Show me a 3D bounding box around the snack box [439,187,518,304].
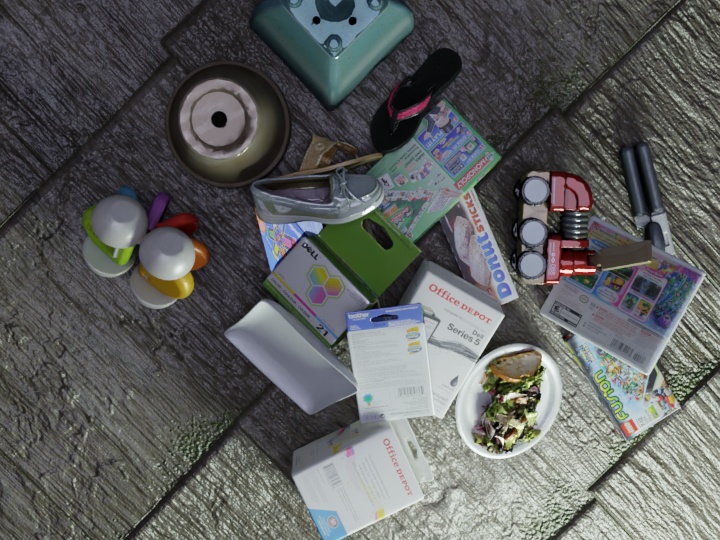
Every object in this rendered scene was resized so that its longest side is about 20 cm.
[{"bbox_3d":[0.187,-0.035,1.470,0.071,0.024,0.202,-23,96,3],"label":"snack box"}]

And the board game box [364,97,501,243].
[{"bbox_3d":[0.107,-0.157,1.439,0.200,0.029,0.135,-43,84,2],"label":"board game box"}]

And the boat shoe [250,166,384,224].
[{"bbox_3d":[-0.064,-0.116,1.366,0.200,0.065,0.075,-3,54,5],"label":"boat shoe"}]

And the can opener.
[{"bbox_3d":[0.469,-0.108,1.462,0.052,0.066,0.202,-14,92,0],"label":"can opener"}]

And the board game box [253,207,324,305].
[{"bbox_3d":[-0.098,-0.017,1.460,0.102,0.019,0.202,-14,96,-3],"label":"board game box"}]

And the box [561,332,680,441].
[{"bbox_3d":[0.433,0.169,1.499,0.110,0.035,0.201,-32,96,1],"label":"box"}]

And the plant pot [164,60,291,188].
[{"bbox_3d":[-0.203,-0.222,1.358,0.198,0.174,0.202,0,96,-4],"label":"plant pot"}]

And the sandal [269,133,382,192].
[{"bbox_3d":[-0.075,-0.178,1.420,0.210,0.078,0.070,-19,89,5],"label":"sandal"}]

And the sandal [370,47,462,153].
[{"bbox_3d":[0.081,-0.275,1.421,0.075,0.045,0.200,39,89,19],"label":"sandal"}]

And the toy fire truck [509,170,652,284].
[{"bbox_3d":[0.344,-0.065,1.415,0.198,0.129,0.178,2,95,2],"label":"toy fire truck"}]

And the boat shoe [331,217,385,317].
[{"bbox_3d":[0.003,0.000,1.455,0.072,0.063,0.203,-15,90,13],"label":"boat shoe"}]

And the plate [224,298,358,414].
[{"bbox_3d":[-0.106,0.132,1.407,0.200,0.199,0.032,44,58,-6],"label":"plate"}]

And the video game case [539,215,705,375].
[{"bbox_3d":[0.414,0.037,1.439,0.199,0.024,0.183,31,98,25],"label":"video game case"}]

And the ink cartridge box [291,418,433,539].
[{"bbox_3d":[0.005,0.321,1.446,0.198,0.125,0.130,-25,97,0],"label":"ink cartridge box"}]

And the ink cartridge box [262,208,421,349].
[{"bbox_3d":[-0.029,-0.004,1.389,0.148,0.076,0.200,44,103,6],"label":"ink cartridge box"}]

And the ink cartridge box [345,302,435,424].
[{"bbox_3d":[0.045,0.136,1.364,0.118,0.042,0.202,-7,119,3],"label":"ink cartridge box"}]

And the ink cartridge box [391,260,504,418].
[{"bbox_3d":[0.116,0.108,1.440,0.145,0.084,0.201,28,102,-5],"label":"ink cartridge box"}]

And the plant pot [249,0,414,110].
[{"bbox_3d":[-0.042,-0.380,1.337,0.196,0.200,0.196,-44,96,2],"label":"plant pot"}]

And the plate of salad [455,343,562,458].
[{"bbox_3d":[0.247,0.217,1.465,0.198,0.048,0.202,-6,107,-20],"label":"plate of salad"}]

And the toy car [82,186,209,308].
[{"bbox_3d":[-0.324,-0.051,1.390,0.199,0.175,0.151,34,59,-5],"label":"toy car"}]
